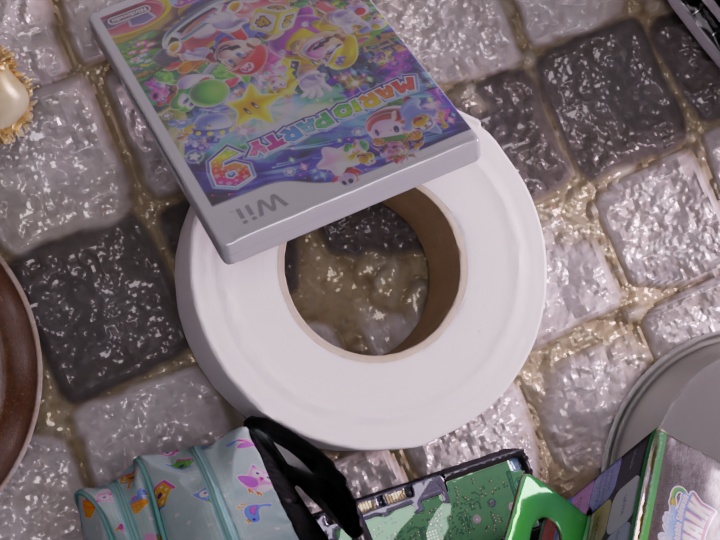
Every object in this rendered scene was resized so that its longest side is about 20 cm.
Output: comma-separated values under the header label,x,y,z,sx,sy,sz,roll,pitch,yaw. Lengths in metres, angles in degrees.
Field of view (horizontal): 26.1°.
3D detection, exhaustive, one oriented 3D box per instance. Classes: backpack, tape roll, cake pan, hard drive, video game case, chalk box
label,x,y,z,sx,sy,sz,roll,pitch,yaw
backpack,-0.062,0.166,0.767,0.127,0.200,0.167,-12,128,-18
tape roll,0.000,0.000,0.864,0.202,0.071,0.203,2,83,-13
cake pan,0.242,0.133,0.924,0.200,0.037,0.200,2,83,-14
hard drive,0.055,0.214,0.869,0.140,0.038,0.200,-17,89,-15
video game case,-0.046,-0.100,0.827,0.143,0.018,0.200,-23,51,-13
chalk box,0.157,0.176,0.796,0.200,0.124,0.124,28,50,-7

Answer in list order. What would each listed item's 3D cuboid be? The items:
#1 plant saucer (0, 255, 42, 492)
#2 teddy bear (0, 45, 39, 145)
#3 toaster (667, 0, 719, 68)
label,x,y,z,sx,sy,sz,roll,pitch,yaw
plant saucer,-0.268,0.056,0.811,0.200,0.034,0.200,1,83,-12
teddy bear,-0.263,-0.118,0.805,0.200,0.067,0.145,27,56,-5
toaster,0.275,-0.171,0.931,0.129,0.114,0.200,-41,96,-11
